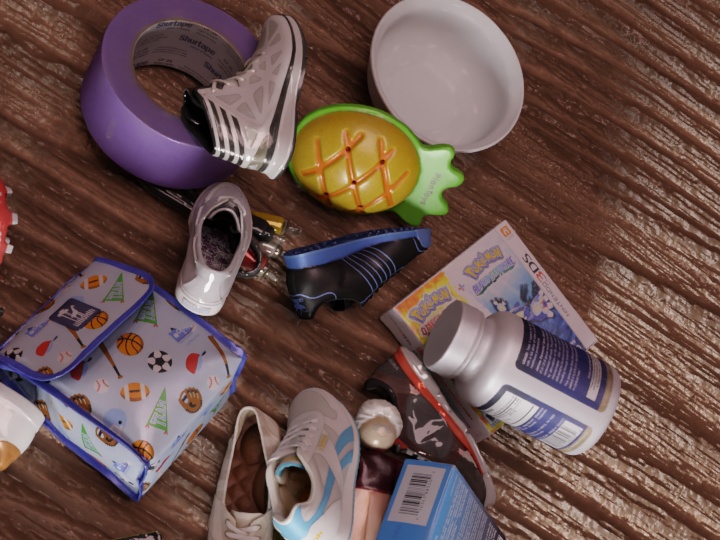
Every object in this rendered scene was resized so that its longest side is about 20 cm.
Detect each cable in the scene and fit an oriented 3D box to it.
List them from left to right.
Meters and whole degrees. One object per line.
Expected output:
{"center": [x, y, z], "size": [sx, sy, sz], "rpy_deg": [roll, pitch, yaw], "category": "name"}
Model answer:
{"center": [-0.165, -0.052, 1.728], "size": [0.200, 0.050, 0.097], "rpy_deg": [25, 59, -2], "category": "cable"}

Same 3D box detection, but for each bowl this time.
{"center": [0.085, -0.217, 1.870], "size": [0.201, 0.090, 0.201], "rpy_deg": [9, 68, -22], "category": "bowl"}

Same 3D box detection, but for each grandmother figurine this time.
{"center": [0.013, 0.232, 1.652], "size": [0.121, 0.061, 0.200], "rpy_deg": [16, 67, -28], "category": "grandmother figurine"}

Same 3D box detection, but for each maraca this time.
{"center": [0.015, -0.118, 1.778], "size": [0.200, 0.137, 0.107], "rpy_deg": [19, 37, -10], "category": "maraca"}

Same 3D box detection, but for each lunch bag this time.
{"center": [-0.243, 0.097, 1.585], "size": [0.200, 0.124, 0.170], "rpy_deg": [38, 58, 8], "category": "lunch bag"}

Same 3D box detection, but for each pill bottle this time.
{"center": [0.173, 0.112, 1.723], "size": [0.200, 0.111, 0.111], "rpy_deg": [28, 62, -16], "category": "pill bottle"}

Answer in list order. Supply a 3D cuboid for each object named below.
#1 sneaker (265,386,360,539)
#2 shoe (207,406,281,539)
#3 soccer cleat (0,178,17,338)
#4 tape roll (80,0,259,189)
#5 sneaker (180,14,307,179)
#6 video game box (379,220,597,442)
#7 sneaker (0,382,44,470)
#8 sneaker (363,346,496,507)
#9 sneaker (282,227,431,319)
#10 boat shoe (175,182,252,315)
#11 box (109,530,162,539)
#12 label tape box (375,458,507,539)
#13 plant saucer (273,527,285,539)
{"center": [-0.051, 0.192, 1.605], "size": [0.081, 0.076, 0.200], "rpy_deg": [45, 28, -37], "category": "sneaker"}
{"center": [-0.121, 0.233, 1.613], "size": [0.070, 0.053, 0.200], "rpy_deg": [2, 62, 6], "category": "shoe"}
{"center": [-0.396, -0.011, 1.584], "size": [0.085, 0.069, 0.200], "rpy_deg": [11, 71, -26], "category": "soccer cleat"}
{"center": [-0.196, -0.194, 1.715], "size": [0.200, 0.085, 0.200], "rpy_deg": [13, 56, -20], "category": "tape roll"}
{"center": [-0.123, -0.199, 1.654], "size": [0.115, 0.076, 0.201], "rpy_deg": [16, 57, -21], "category": "sneaker"}
{"center": [0.150, 0.067, 1.819], "size": [0.200, 0.047, 0.182], "rpy_deg": [-38, 87, -31], "category": "video game box"}
{"center": [-0.408, 0.122, 1.523], "size": [0.200, 0.073, 0.085], "rpy_deg": [33, 63, -9], "category": "sneaker"}
{"center": [0.073, 0.184, 1.738], "size": [0.082, 0.077, 0.200], "rpy_deg": [-33, 86, -4], "category": "sneaker"}
{"center": [0.000, 0.000, 1.769], "size": [0.200, 0.070, 0.078], "rpy_deg": [-14, 100, -35], "category": "sneaker"}
{"center": [-0.146, -0.039, 1.629], "size": [0.072, 0.069, 0.200], "rpy_deg": [27, 36, -6], "category": "boat shoe"}
{"center": [-0.273, 0.348, 1.515], "size": [0.200, 0.049, 0.160], "rpy_deg": [-7, 72, -27], "category": "box"}
{"center": [0.085, 0.307, 1.636], "size": [0.200, 0.066, 0.143], "rpy_deg": [58, 45, -46], "category": "label tape box"}
{"center": [-0.006, 0.304, 1.665], "size": [0.200, 0.031, 0.200], "rpy_deg": [9, 67, -21], "category": "plant saucer"}
